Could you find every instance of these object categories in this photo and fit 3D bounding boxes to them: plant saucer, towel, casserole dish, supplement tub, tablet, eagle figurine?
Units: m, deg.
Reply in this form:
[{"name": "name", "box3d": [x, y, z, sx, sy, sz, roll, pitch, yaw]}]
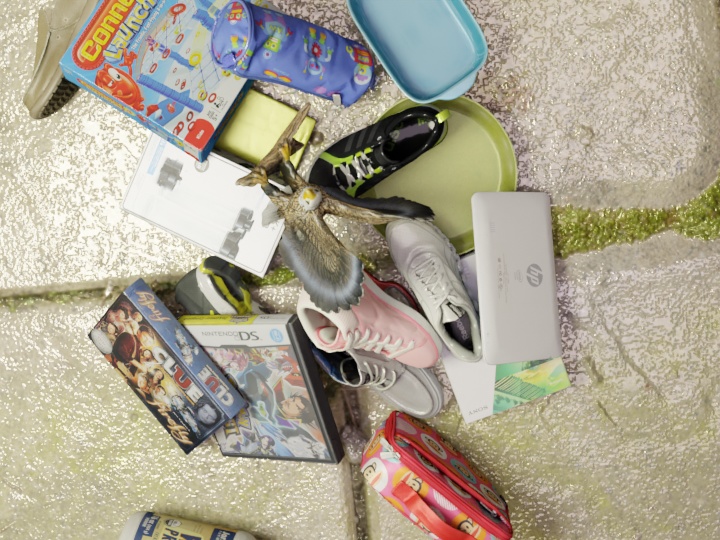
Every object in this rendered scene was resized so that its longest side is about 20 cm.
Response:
[{"name": "plant saucer", "box3d": [0.093, -0.117, 1.324, 0.197, 0.031, 0.203, 1, 98, 5]}, {"name": "towel", "box3d": [-0.159, -0.191, 1.339, 0.198, 0.018, 0.087, 26, 105, -1]}, {"name": "casserole dish", "box3d": [0.067, -0.289, 1.281, 0.120, 0.039, 0.201, -33, 86, 3]}, {"name": "supplement tub", "box3d": [-0.208, 0.393, 1.365, 0.197, 0.144, 0.147, 11, 99, 2]}, {"name": "tablet", "box3d": [0.189, 0.007, 1.290, 0.129, 0.014, 0.203, -2, 87, -36]}, {"name": "eagle figurine", "box3d": [-0.039, -0.061, 1.203, 0.199, 0.151, 0.152, 39, 117, 4]}]

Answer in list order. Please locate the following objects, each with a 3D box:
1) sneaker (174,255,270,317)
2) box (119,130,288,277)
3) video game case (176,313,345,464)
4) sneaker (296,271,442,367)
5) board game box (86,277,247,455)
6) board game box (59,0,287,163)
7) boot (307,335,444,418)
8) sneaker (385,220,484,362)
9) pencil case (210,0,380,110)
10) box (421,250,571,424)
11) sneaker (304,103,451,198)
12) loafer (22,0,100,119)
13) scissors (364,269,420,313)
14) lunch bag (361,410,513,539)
[{"name": "sneaker", "box3d": [-0.158, 0.075, 1.360, 0.084, 0.075, 0.202, -21, 105, 35]}, {"name": "box", "box3d": [-0.181, -0.087, 1.330, 0.198, 0.060, 0.118, 26, 97, -1]}, {"name": "video game case", "box3d": [-0.124, 0.145, 1.318, 0.179, 0.026, 0.202, -2, 117, 30]}, {"name": "sneaker", "box3d": [0.005, 0.073, 1.257, 0.200, 0.105, 0.075, 42, 138, -18]}, {"name": "board game box", "box3d": [-0.243, 0.122, 1.337, 0.200, 0.035, 0.135, 49, 137, 0]}, {"name": "board game box", "box3d": [-0.218, -0.266, 1.279, 0.194, 0.056, 0.202, 31, 80, -2]}, {"name": "boot", "box3d": [0.012, 0.127, 1.327, 0.199, 0.096, 0.074, 38, 116, 1]}, {"name": "sneaker", "box3d": [0.096, 0.022, 1.287, 0.075, 0.081, 0.201, -32, 93, 10]}, {"name": "pencil case", "box3d": [-0.075, -0.244, 1.243, 0.198, 0.078, 0.088, 12, 71, -38]}, {"name": "box", "box3d": [0.163, 0.074, 1.346, 0.143, 0.036, 0.202, -21, 98, 7]}, {"name": "sneaker", "box3d": [0.015, -0.140, 1.269, 0.199, 0.083, 0.072, -33, 94, 8]}, {"name": "loafer", "box3d": [-0.363, -0.281, 1.313, 0.067, 0.076, 0.202, 28, 91, 2]}, {"name": "scissors", "box3d": [0.000, 0.000, 1.359, 0.073, 0.014, 0.201, -33, 94, 10]}, {"name": "lunch bag", "box3d": [0.091, 0.270, 1.309, 0.199, 0.176, 0.082, 39, 100, -3]}]
